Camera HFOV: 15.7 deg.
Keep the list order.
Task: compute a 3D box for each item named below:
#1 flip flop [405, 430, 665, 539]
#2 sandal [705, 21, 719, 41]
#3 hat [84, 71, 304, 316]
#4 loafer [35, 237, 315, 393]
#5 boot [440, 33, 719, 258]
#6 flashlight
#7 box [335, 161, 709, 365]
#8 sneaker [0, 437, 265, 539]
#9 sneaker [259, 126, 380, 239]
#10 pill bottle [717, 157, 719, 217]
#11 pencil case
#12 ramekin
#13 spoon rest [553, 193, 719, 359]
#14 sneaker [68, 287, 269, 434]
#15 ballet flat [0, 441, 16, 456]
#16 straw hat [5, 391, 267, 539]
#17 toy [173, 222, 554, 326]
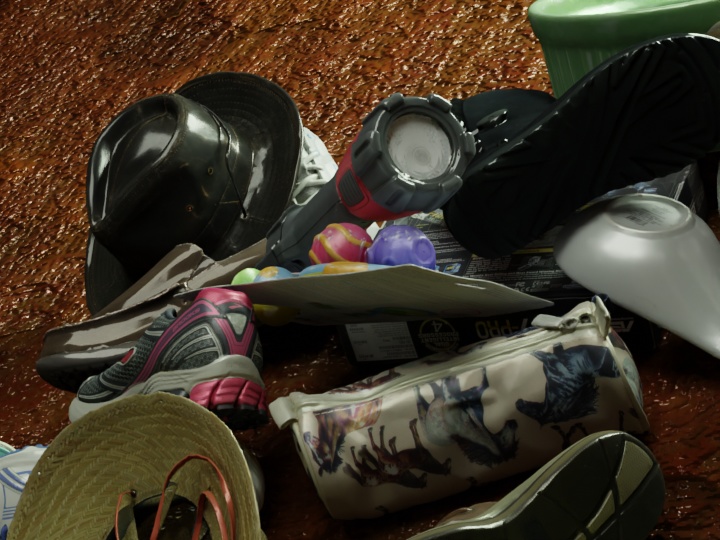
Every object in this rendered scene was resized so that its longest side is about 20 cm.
[{"bbox_3d":[0.069,0.146,1.337,0.200,0.081,0.058,-33,12,-26],"label":"flip flop"},{"bbox_3d":[0.276,-0.118,1.573,0.082,0.200,0.055,-8,65,46],"label":"sandal"},{"bbox_3d":[-0.132,-0.054,1.719,0.200,0.081,0.201,-18,58,31],"label":"hat"},{"bbox_3d":[-0.112,0.023,1.647,0.200,0.071,0.073,-17,-18,-13],"label":"loafer"},{"bbox_3d":[0.125,-0.088,1.562,0.200,0.076,0.168,-32,15,3],"label":"boot"},{"bbox_3d":[0.002,-0.041,1.540,0.068,0.068,0.200,-70,11,-23],"label":"flashlight"},{"bbox_3d":[0.100,-0.007,1.614,0.200,0.049,0.161,-5,32,23],"label":"box"},{"bbox_3d":[-0.154,0.145,1.469,0.200,0.075,0.088,-14,28,10],"label":"sneaker"},{"bbox_3d":[-0.040,-0.049,1.739,0.075,0.087,0.200,-23,29,-12],"label":"sneaker"},{"bbox_3d":[0.312,-0.047,1.485,0.200,0.116,0.116,5,35,36],"label":"pill bottle"},{"bbox_3d":[0.055,0.077,1.448,0.200,0.090,0.078,-18,28,4],"label":"pencil case"},{"bbox_3d":[0.214,-0.138,1.684,0.200,0.098,0.200,-10,12,2],"label":"ramekin"},{"bbox_3d":[0.192,0.009,1.480,0.099,0.061,0.200,-19,31,-33],"label":"spoon rest"},{"bbox_3d":[-0.108,0.061,1.531,0.081,0.075,0.200,6,-12,-30],"label":"sneaker"},{"bbox_3d":[-0.278,0.169,1.535,0.200,0.067,0.062,-33,3,-31],"label":"ballet flat"},{"bbox_3d":[-0.095,0.163,1.380,0.201,0.201,0.085,12,-1,44],"label":"straw hat"},{"bbox_3d":[0.000,0.000,1.488,0.115,0.047,0.200,13,-17,-41],"label":"toy"}]
